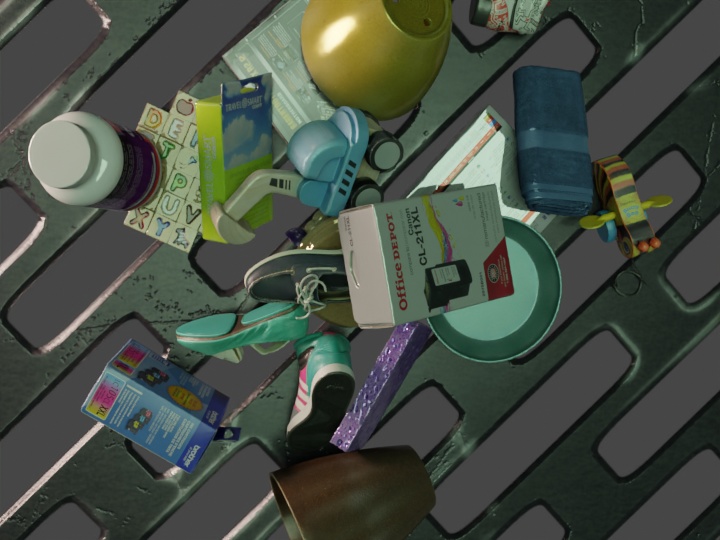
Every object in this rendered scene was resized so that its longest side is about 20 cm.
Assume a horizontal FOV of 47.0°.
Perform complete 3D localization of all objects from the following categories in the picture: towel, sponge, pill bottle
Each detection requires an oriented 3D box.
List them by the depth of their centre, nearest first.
[{"bbox_3d":[-0.333,-0.136,1.045,0.110,0.200,0.115,0,91,6],"label":"pill bottle"},{"bbox_3d":[0.260,-0.177,1.135,0.110,0.048,0.204,5,76,-22],"label":"towel"},{"bbox_3d":[0.032,0.158,1.158,0.030,0.111,0.202,30,92,17],"label":"sponge"}]

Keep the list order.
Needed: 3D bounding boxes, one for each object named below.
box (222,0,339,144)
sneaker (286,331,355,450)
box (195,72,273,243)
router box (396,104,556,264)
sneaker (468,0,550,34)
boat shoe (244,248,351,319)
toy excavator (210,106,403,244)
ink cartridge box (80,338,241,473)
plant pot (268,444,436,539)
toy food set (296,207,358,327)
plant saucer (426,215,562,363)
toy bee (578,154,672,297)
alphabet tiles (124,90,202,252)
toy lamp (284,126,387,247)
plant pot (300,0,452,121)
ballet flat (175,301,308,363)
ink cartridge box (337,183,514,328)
[{"bbox_3d":[-0.068,-0.260,1.139,0.158,0.048,0.201,-39,97,0],"label":"box"},{"bbox_3d":[-0.062,0.156,1.167,0.082,0.122,0.201,10,135,-17],"label":"sneaker"},{"bbox_3d":[-0.161,-0.150,1.079,0.047,0.122,0.204,11,113,23],"label":"box"},{"bbox_3d":[0.172,-0.097,1.175,0.179,0.049,0.200,44,91,-8],"label":"router box"},{"bbox_3d":[0.221,-0.429,1.138,0.106,0.067,0.205,10,98,-7],"label":"sneaker"},{"bbox_3d":[-0.053,0.018,1.073,0.196,0.062,0.076,-4,135,-2],"label":"boat shoe"},{"bbox_3d":[-0.073,-0.119,1.037,0.197,0.100,0.197,8,117,-30],"label":"toy excavator"},{"bbox_3d":[-0.258,0.189,1.123,0.198,0.137,0.077,34,98,-7],"label":"ink cartridge box"},{"bbox_3d":[-0.002,0.327,1.153,0.197,0.187,0.190,-23,98,-16],"label":"plant pot"},{"bbox_3d":[0.000,0.000,1.138,0.195,0.049,0.201,21,120,-21],"label":"toy food set"},{"bbox_3d":[0.179,0.024,1.146,0.196,0.036,0.204,0,96,-4],"label":"plant saucer"},{"bbox_3d":[0.388,-0.066,1.169,0.130,0.109,0.201,-38,98,-2],"label":"toy bee"},{"bbox_3d":[-0.247,-0.137,1.157,0.164,0.006,0.203,24,93,-6],"label":"alphabet tiles"},{"bbox_3d":[-0.025,-0.113,1.154,0.058,0.058,0.201,41,92,-7],"label":"toy lamp"},{"bbox_3d":[0.039,-0.313,1.059,0.197,0.142,0.204,5,78,-24],"label":"plant pot"},{"bbox_3d":[-0.161,0.092,1.145,0.197,0.068,0.071,-15,112,15],"label":"ballet flat"},{"bbox_3d":[0.084,-0.019,1.030,0.197,0.082,0.149,-12,93,-33],"label":"ink cartridge box"}]
